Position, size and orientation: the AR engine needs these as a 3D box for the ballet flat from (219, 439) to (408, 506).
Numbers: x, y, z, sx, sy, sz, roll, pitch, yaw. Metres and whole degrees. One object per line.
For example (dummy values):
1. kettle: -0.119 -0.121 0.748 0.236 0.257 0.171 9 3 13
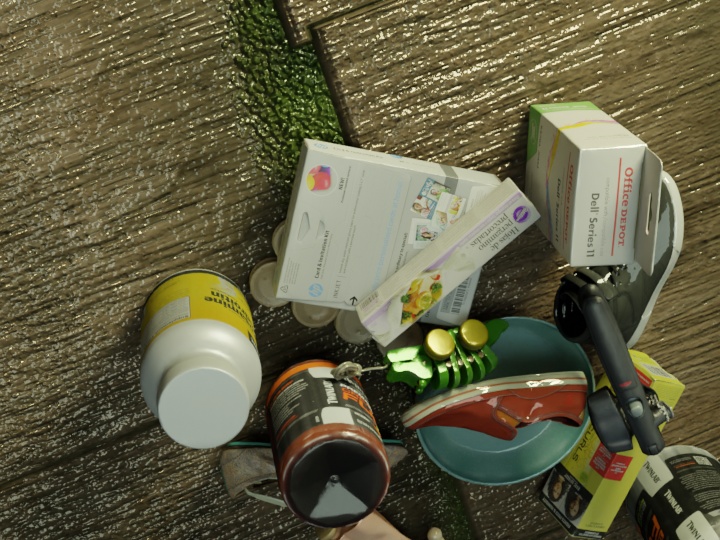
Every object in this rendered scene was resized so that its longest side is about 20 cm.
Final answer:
1. ballet flat: -0.048 0.216 1.295 0.199 0.068 0.068 -1 68 -3

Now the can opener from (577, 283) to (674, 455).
1. can opener: 0.257 0.104 1.223 0.078 0.063 0.201 -22 118 1

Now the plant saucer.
1. plant saucer: 0.151 0.135 1.320 0.199 0.036 0.201 -3 112 -9

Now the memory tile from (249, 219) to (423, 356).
1. memory tile: 0.000 0.000 1.251 0.199 0.017 0.154 24 105 -19

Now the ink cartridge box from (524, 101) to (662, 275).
1. ink cartridge box: 0.214 -0.078 1.157 0.067 0.200 0.118 -3 112 -9

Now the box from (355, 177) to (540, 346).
1. box: 0.082 -0.007 1.188 0.200 0.041 0.039 -41 114 7

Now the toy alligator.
1. toy alligator: 0.069 0.096 1.213 0.199 0.054 0.059 -15 155 -24

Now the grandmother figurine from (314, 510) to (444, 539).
1. grandmother figurine: 0.048 0.320 1.366 0.121 0.061 0.200 -31 119 33

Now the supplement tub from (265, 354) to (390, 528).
1. supplement tub: -0.038 0.156 1.205 0.106 0.200 0.108 -4 113 -9

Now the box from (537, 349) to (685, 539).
1. box: 0.271 0.189 1.337 0.050 0.075 0.201 14 110 -33

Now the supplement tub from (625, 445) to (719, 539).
1. supplement tub: 0.375 0.286 1.330 0.122 0.200 0.123 -3 111 -8

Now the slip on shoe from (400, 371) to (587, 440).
1. slip on shoe: 0.140 0.144 1.258 0.199 0.074 0.062 -6 78 -11

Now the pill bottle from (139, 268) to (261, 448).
1. pill bottle: -0.151 0.083 1.156 0.111 0.200 0.113 -4 113 -9

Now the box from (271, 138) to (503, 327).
1. box: 0.026 -0.034 1.211 0.199 0.041 0.157 8 110 -14

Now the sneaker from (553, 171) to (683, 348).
1. sneaker: 0.259 -0.005 1.250 0.099 0.071 0.201 -4 118 -37
